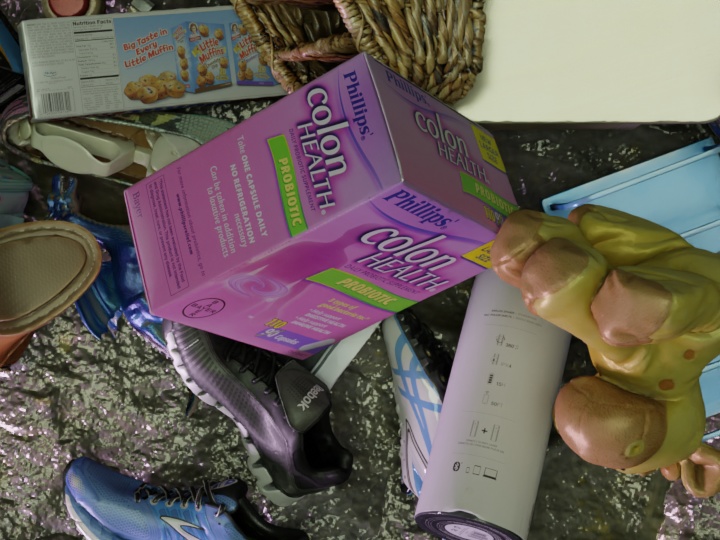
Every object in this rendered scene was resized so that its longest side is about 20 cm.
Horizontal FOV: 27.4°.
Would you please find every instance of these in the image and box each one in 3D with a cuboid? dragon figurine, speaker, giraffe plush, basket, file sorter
[{"bbox_3d":[-0.180,0.020,1.120,0.099,0.059,0.200,-14,88,4],"label":"dragon figurine"},{"bbox_3d":[0.100,0.092,1.054,0.081,0.081,0.200,15,67,1],"label":"speaker"},{"bbox_3d":[0.178,0.059,0.964,0.200,0.173,0.162,3,111,-24],"label":"giraffe plush"},{"bbox_3d":[-0.020,-0.175,1.022,0.149,0.200,0.143,-1,96,-23],"label":"basket"},{"bbox_3d":[0.234,0.019,1.077,0.139,0.123,0.200,-20,92,3],"label":"file sorter"}]

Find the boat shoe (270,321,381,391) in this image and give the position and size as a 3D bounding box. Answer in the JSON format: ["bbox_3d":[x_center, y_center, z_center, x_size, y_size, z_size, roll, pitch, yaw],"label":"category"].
[{"bbox_3d":[0.000,0.000,1.113,0.068,0.072,0.200,35,100,-1],"label":"boat shoe"}]

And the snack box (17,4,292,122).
[{"bbox_3d":[-0.148,-0.155,1.091,0.200,0.024,0.072,-8,92,-22],"label":"snack box"}]

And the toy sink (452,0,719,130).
[{"bbox_3d":[0.158,-0.168,1.077,0.200,0.112,0.131,0,92,7],"label":"toy sink"}]

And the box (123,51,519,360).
[{"bbox_3d":[-0.021,-0.034,0.990,0.200,0.176,0.097,-27,64,23],"label":"box"}]

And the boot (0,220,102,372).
[{"bbox_3d":[-0.254,0.033,1.075,0.200,0.155,0.077,-37,81,7],"label":"boot"}]

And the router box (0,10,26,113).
[{"bbox_3d":[-0.319,-0.210,1.072,0.051,0.149,0.200,-36,91,4],"label":"router box"}]

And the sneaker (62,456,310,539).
[{"bbox_3d":[-0.128,0.183,1.112,0.200,0.079,0.089,25,108,-7],"label":"sneaker"}]

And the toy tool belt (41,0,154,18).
[{"bbox_3d":[-0.175,-0.263,1.077,0.125,0.123,0.200,38,93,0],"label":"toy tool belt"}]

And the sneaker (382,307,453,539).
[{"bbox_3d":[0.051,0.125,1.115,0.072,0.072,0.200,-21,87,18],"label":"sneaker"}]

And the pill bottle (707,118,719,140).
[{"bbox_3d":[0.309,-0.135,1.028,0.114,0.200,0.114,0,92,2],"label":"pill bottle"}]

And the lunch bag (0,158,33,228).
[{"bbox_3d":[-0.329,-0.061,1.053,0.160,0.200,0.077,18,98,9],"label":"lunch bag"}]

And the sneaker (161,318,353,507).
[{"bbox_3d":[-0.067,0.087,1.082,0.090,0.066,0.200,-12,117,39],"label":"sneaker"}]

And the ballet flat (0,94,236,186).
[{"bbox_3d":[-0.173,-0.087,1.103,0.200,0.071,0.069,11,118,-3],"label":"ballet flat"}]
